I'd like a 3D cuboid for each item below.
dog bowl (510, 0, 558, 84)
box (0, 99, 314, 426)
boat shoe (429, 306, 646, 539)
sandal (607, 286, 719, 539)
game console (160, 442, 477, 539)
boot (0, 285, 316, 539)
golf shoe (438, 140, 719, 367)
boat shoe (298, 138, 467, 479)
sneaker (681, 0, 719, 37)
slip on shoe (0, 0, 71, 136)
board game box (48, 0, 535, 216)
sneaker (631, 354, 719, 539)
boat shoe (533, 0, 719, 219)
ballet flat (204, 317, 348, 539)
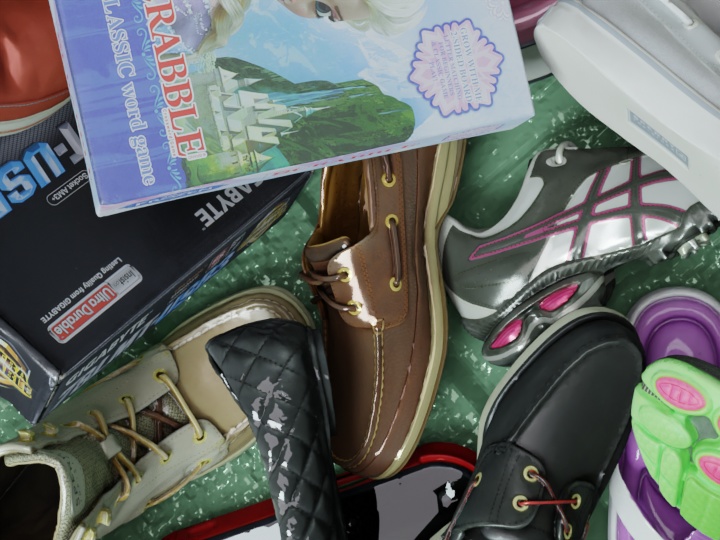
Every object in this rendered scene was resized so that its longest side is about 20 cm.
[{"bbox_3d":[0.055,-0.191,0.814,0.199,0.074,0.201,0,90,6],"label":"dog bowl"},{"bbox_3d":[-0.154,-0.056,0.790,0.198,0.200,0.050,42,138,7],"label":"box"},{"bbox_3d":[0.078,0.113,0.777,0.073,0.063,0.202,27,99,-20],"label":"boat shoe"},{"bbox_3d":[0.157,0.110,0.813,0.082,0.050,0.204,-10,89,7],"label":"sandal"},{"bbox_3d":[-0.003,0.195,0.847,0.199,0.031,0.178,-20,94,7],"label":"game console"},{"bbox_3d":[-0.113,0.082,0.792,0.200,0.155,0.072,-35,87,7],"label":"boot"},{"bbox_3d":[0.127,-0.035,0.805,0.200,0.077,0.088,-34,81,6],"label":"golf shoe"},{"bbox_3d":[0.000,0.000,0.810,0.067,0.072,0.201,5,91,-35],"label":"boat shoe"},{"bbox_3d":[0.226,-0.121,0.767,0.199,0.099,0.078,19,92,-3],"label":"sneaker"},{"bbox_3d":[-0.135,-0.118,0.772,0.200,0.061,0.074,-26,73,-38],"label":"slip on shoe"},{"bbox_3d":[-0.041,-0.142,0.739,0.198,0.041,0.201,-13,89,-12],"label":"board game box"},{"bbox_3d":[0.211,0.090,0.783,0.199,0.084,0.077,26,126,-13],"label":"sneaker"},{"bbox_3d":[0.169,-0.065,0.738,0.069,0.072,0.200,-45,66,-9],"label":"boat shoe"},{"bbox_3d":[-0.034,0.123,0.771,0.056,0.066,0.201,-6,83,-3],"label":"ballet flat"}]
